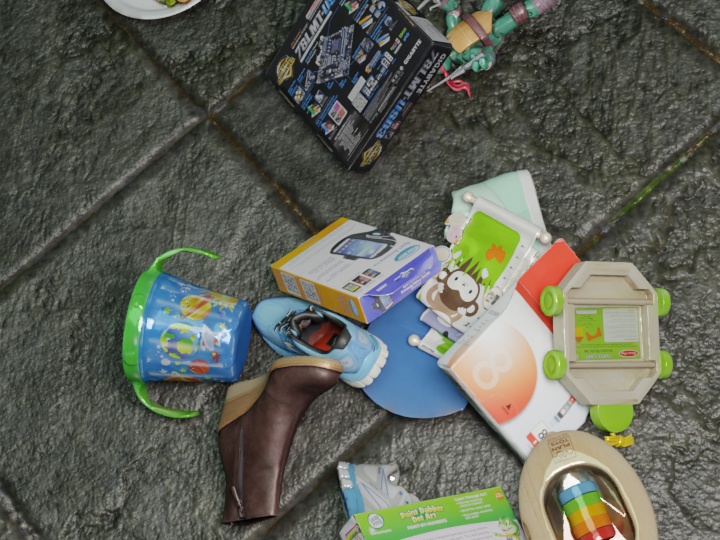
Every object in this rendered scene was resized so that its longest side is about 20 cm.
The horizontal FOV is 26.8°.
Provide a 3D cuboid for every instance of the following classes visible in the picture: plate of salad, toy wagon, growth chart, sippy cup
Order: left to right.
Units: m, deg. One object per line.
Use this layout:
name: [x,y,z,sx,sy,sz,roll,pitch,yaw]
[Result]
plate of salad: [-0.277,-0.437,2.092,0.198,0.048,0.202,-6,64,12]
sippy cup: [-0.199,0.074,1.778,0.129,0.179,0.140,8,38,7]
growth chart: [0.131,0.018,1.708,0.144,0.018,0.201,20,84,31]
toy wagon: [0.268,0.092,1.645,0.154,0.040,0.202,2,84,-26]

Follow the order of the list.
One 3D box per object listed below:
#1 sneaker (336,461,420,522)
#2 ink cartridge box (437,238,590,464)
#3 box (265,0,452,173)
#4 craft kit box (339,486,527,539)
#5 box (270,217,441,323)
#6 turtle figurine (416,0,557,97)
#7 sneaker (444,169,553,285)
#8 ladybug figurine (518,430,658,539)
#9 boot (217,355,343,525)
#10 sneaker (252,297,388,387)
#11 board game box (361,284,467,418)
sneaker: [0.028,0.277,1.626,0.086,0.075,0.201,-9,42,-4]
ink cartridge box: [0.206,0.092,1.649,0.200,0.162,0.050,-44,17,-7]
box: [-0.007,-0.261,1.876,0.199,0.049,0.201,50,118,30]
craft kit box: [0.102,0.328,1.550,0.199,0.049,0.198,-4,56,-34]
box: [0.000,0.000,1.742,0.119,0.042,0.199,-34,33,-26]
turtle figurine: [0.141,-0.305,1.886,0.200,0.101,0.150,-38,67,-1]
sneaker: [0.162,-0.021,1.753,0.117,0.074,0.201,-13,52,1]
ladybug figurine: [0.239,0.263,1.591,0.135,0.072,0.201,-19,65,3]
boot: [-0.088,0.192,1.685,0.199,0.072,0.168,-24,58,44]
sneaker: [-0.057,0.063,1.745,0.199,0.090,0.079,18,72,43]
board game box: [0.086,0.085,1.745,0.157,0.039,0.201,18,68,29]
